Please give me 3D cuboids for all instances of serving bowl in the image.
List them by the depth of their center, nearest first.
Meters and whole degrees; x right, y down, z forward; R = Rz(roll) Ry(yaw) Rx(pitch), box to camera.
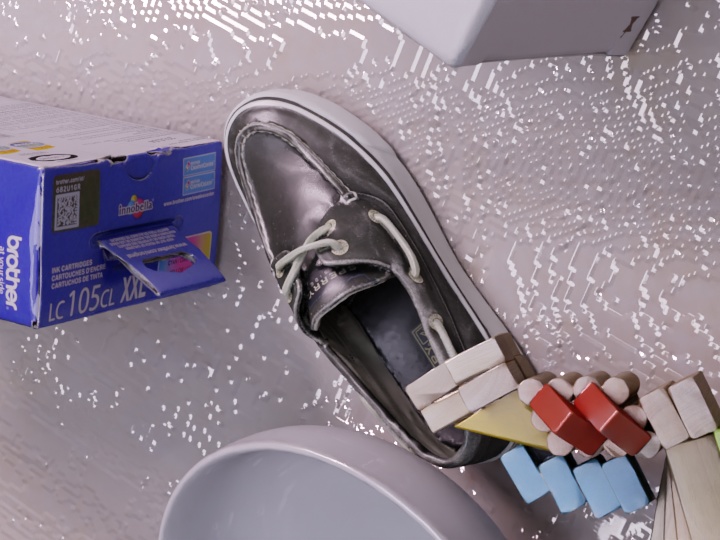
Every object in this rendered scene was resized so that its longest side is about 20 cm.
[{"bbox_3d":[0.007,0.150,1.059,0.200,0.066,0.200,21,127,31],"label":"serving bowl"}]

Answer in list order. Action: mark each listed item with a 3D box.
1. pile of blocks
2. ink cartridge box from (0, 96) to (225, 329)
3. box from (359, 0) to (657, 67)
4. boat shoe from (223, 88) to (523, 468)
[{"bbox_3d":[0.112,0.074,0.966,0.200,0.062,0.082,8,93,12],"label":"pile of blocks"},{"bbox_3d":[-0.156,-0.030,1.110,0.200,0.136,0.076,11,103,31],"label":"ink cartridge box"},{"bbox_3d":[0.024,-0.179,0.969,0.200,0.152,0.106,38,113,22],"label":"box"},{"bbox_3d":[0.000,0.000,1.059,0.200,0.064,0.071,51,118,17],"label":"boat shoe"}]
